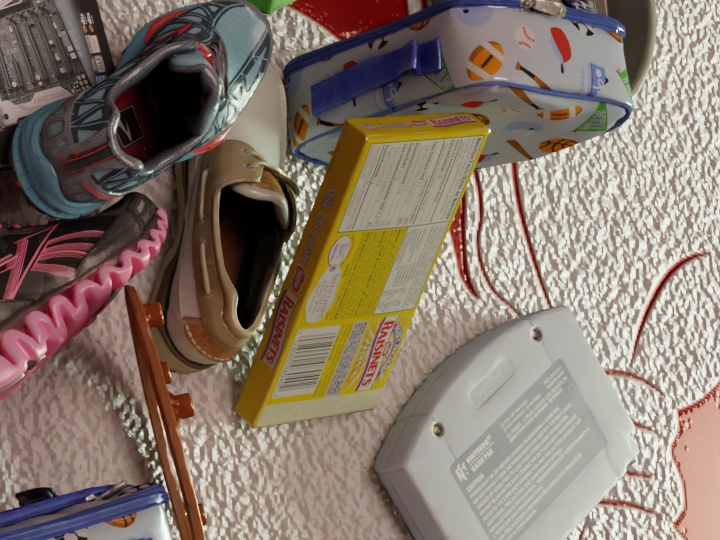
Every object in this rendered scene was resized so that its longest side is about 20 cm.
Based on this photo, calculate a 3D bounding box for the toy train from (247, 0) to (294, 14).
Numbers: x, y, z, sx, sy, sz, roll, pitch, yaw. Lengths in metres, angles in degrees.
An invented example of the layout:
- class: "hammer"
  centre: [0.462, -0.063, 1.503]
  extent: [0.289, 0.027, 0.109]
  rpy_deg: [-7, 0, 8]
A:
- class: "toy train"
  centre: [-0.009, -0.210, 1.850]
  extent: [0.200, 0.042, 0.057]
  rpy_deg: [-31, 144, -47]

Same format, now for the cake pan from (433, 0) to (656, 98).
- class: "cake pan"
  centre: [0.118, -0.190, 1.978]
  extent: [0.199, 0.037, 0.202]
  rpy_deg: [15, 67, -40]

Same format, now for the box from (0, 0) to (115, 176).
- class: "box"
  centre: [-0.220, -0.150, 1.631]
  extent: [0.157, 0.050, 0.201]
  rpy_deg: [-12, 87, -46]

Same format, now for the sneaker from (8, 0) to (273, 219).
- class: "sneaker"
  centre: [-0.098, -0.092, 1.630]
  extent: [0.200, 0.095, 0.080]
  rpy_deg: [-44, 110, -42]

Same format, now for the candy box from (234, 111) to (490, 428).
- class: "candy box"
  centre: [0.000, 0.000, 1.721]
  extent: [0.102, 0.201, 0.026]
  rpy_deg: [-8, 39, -46]

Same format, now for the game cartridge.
- class: "game cartridge"
  centre: [0.092, 0.112, 1.863]
  extent: [0.200, 0.041, 0.134]
  rpy_deg: [-40, 109, -43]

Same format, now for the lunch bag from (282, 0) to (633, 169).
- class: "lunch bag"
  centre: [0.057, -0.112, 1.780]
  extent: [0.160, 0.199, 0.076]
  rpy_deg: [9, 71, -41]

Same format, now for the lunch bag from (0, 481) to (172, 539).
- class: "lunch bag"
  centre: [-0.187, 0.157, 1.481]
  extent: [0.199, 0.160, 0.076]
  rpy_deg: [-14, 88, -44]

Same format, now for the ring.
- class: "ring"
  centre: [-0.095, 0.104, 1.592]
  extent: [0.019, 0.200, 0.202]
  rpy_deg: [-13, 86, -7]

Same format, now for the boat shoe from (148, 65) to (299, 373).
- class: "boat shoe"
  centre: [-0.068, -0.038, 1.731]
  extent: [0.075, 0.068, 0.201]
  rpy_deg: [27, 60, -36]

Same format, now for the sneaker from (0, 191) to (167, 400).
- class: "sneaker"
  centre: [-0.183, -0.001, 1.616]
  extent: [0.095, 0.079, 0.200]
  rpy_deg: [45, 43, 2]
